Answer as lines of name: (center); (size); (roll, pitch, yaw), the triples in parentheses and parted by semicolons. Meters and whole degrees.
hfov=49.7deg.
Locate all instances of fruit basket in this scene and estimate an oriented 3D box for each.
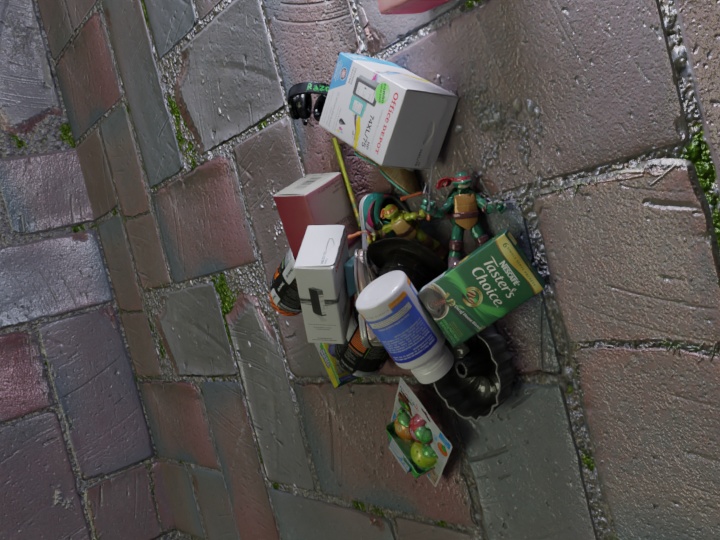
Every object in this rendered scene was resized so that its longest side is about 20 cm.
fruit basket: (0.119, 0.350, 1.656); (0.186, 0.093, 0.201); (52, 159, 28)

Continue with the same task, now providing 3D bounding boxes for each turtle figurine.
turtle figurine: (0.192, -0.102, 1.404); (0.148, 0.101, 0.203); (-7, 102, 15)
turtle figurine: (0.086, -0.073, 1.522); (0.199, 0.065, 0.162); (-29, 116, 29)

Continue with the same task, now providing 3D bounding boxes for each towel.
towel: (-0.024, -0.187, 1.698); (0.086, 0.018, 0.202); (104, 149, -87)

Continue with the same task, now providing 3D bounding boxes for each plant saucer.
plant saucer: (0.000, 0.000, 1.654); (0.019, 0.200, 0.071); (-6, 100, 15)

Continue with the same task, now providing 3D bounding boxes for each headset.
headset: (-0.102, -0.371, 1.699); (0.200, 0.122, 0.095); (141, 135, -71)

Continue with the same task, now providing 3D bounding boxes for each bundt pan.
bundt pan: (0.218, 0.180, 1.489); (0.201, 0.075, 0.204); (24, 121, 48)

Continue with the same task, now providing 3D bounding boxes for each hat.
hat: (0.093, 0.021, 1.504); (0.200, 0.200, 0.082); (-18, 43, 55)

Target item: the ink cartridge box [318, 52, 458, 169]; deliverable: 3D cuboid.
ink cartridge box: (0.051, -0.297, 1.456); (0.200, 0.145, 0.148); (38, 119, 39)

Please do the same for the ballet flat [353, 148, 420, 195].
ballet flat: (0.062, -0.227, 1.572); (0.200, 0.067, 0.073); (45, 116, 40)

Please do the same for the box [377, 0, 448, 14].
box: (0.120, -0.525, 1.311); (0.199, 0.108, 0.130); (-2, 101, 55)

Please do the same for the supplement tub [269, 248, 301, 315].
supplement tub: (-0.145, 0.021, 1.877); (0.123, 0.122, 0.200); (60, 142, 18)

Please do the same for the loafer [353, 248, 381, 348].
loafer: (0.027, 0.053, 1.570); (0.062, 0.072, 0.203); (-8, 81, 16)

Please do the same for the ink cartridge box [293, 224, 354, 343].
ink cartridge box: (-0.070, 0.027, 1.588); (0.083, 0.145, 0.202); (1, 128, 10)

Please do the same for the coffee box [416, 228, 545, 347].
coffee box: (0.211, 0.032, 1.368); (0.199, 0.044, 0.124); (-35, 91, 23)

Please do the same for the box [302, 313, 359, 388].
box: (-0.048, 0.159, 1.813); (0.201, 0.116, 0.048); (62, 149, 16)

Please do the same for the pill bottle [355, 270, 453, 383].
pill bottle: (0.088, 0.110, 1.437); (0.112, 0.112, 0.201); (-7, 124, 54)

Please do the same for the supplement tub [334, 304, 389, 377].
supplement tub: (0.027, 0.132, 1.696); (0.123, 0.122, 0.201); (55, 140, 24)

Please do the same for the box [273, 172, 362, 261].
box: (-0.088, -0.099, 1.710); (0.108, 0.128, 0.202); (3, 120, 41)

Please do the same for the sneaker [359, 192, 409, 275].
sneaker: (0.061, -0.069, 1.607); (0.120, 0.083, 0.203); (-13, 88, 63)
